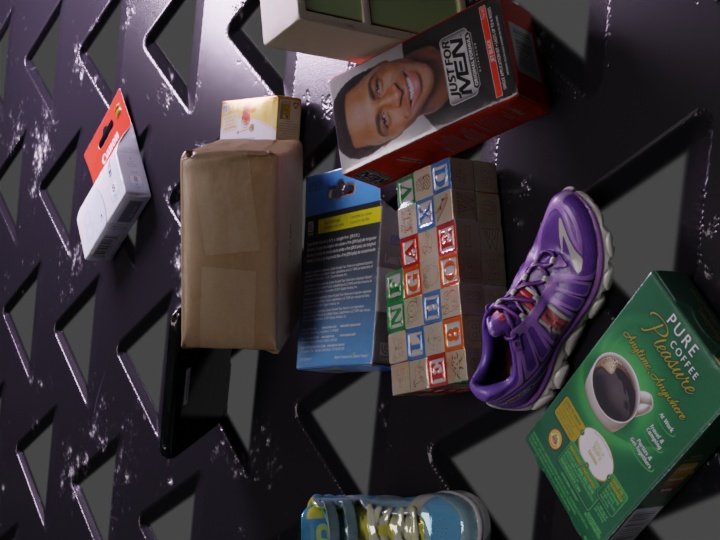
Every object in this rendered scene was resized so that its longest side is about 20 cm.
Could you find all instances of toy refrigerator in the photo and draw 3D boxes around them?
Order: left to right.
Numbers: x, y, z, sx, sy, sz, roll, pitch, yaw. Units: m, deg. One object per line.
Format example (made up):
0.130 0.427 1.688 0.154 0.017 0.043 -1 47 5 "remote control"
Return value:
0.008 -0.241 1.210 0.070 0.198 0.077 -24 67 52 "toy refrigerator"

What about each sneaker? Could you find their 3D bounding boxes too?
0.020 0.245 1.207 0.199 0.129 0.081 -19 70 53 "sneaker"
0.147 0.029 1.082 0.080 0.082 0.203 38 117 50 "sneaker"

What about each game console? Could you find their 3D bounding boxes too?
-0.214 0.090 1.555 0.115 0.175 0.203 22 121 24 "game console"

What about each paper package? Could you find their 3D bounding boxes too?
-0.119 -0.032 1.358 0.191 0.102 0.204 -60 -29 -78 "paper package"

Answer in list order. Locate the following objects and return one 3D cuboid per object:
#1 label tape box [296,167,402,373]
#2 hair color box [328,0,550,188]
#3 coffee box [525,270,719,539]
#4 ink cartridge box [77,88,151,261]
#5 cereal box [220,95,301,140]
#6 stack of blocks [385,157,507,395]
0.000 0.000 1.317 0.143 0.063 0.204 -8 76 55 "label tape box"
0.068 -0.160 1.189 0.198 0.061 0.103 -23 68 35 "hair color box"
0.216 0.113 1.006 0.201 0.043 0.124 -60 42 33 "coffee box"
-0.375 -0.141 1.900 0.160 0.047 0.202 -50 50 42 "ink cartridge box"
-0.124 -0.100 1.532 0.143 0.039 0.204 5 91 57 "cereal box"
0.078 0.009 1.207 0.115 0.058 0.204 -18 72 54 "stack of blocks"
